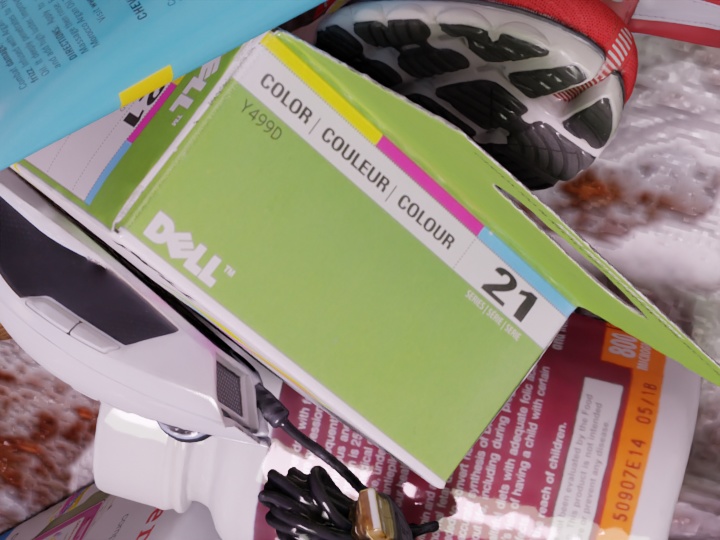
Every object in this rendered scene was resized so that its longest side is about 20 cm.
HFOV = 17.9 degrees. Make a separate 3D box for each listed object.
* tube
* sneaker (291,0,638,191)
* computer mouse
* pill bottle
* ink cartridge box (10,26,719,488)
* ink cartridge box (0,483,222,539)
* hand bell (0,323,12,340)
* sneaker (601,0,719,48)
[{"bbox_3d":[-0.033,-0.090,0.609,0.200,0.077,0.050,-27,139,-12],"label":"tube"},{"bbox_3d":[0.030,-0.079,0.668,0.077,0.085,0.200,38,174,-18],"label":"sneaker"},{"bbox_3d":[-0.062,0.036,0.733,0.200,0.110,0.044,40,90,18],"label":"computer mouse"},{"bbox_3d":[0.013,0.057,0.823,0.200,0.114,0.114,14,132,4],"label":"pill bottle"},{"bbox_3d":[0.000,0.000,0.651,0.148,0.200,0.076,40,86,-34],"label":"ink cartridge box"},{"bbox_3d":[-0.106,0.155,0.920,0.200,0.145,0.085,-29,110,34],"label":"ink cartridge box"},{"bbox_3d":[-0.172,0.022,0.841,0.200,0.104,0.104,-14,125,33],"label":"hand bell"},{"bbox_3d":[0.081,-0.143,0.658,0.112,0.071,0.200,-32,117,32],"label":"sneaker"}]
